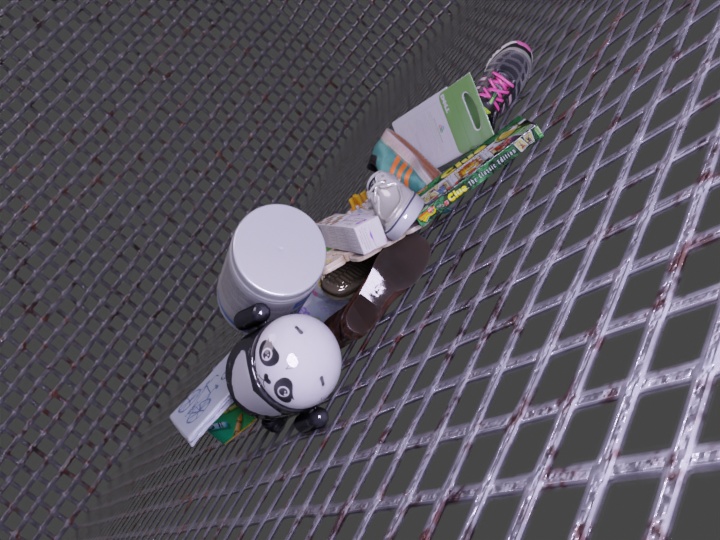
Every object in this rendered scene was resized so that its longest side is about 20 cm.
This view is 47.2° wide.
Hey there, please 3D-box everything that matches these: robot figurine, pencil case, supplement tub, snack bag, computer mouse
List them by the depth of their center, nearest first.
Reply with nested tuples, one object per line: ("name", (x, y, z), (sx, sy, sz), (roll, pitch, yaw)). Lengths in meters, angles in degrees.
("robot figurine", (-0.107, 0.130, 1.086), (0.199, 0.148, 0.127), (-28, 42, 56))
("supplement tub", (-0.129, 0.006, 1.149), (0.133, 0.131, 0.200), (-56, 3, -24))
("snack bag", (-0.207, 0.172, 1.260), (0.200, 0.021, 0.188), (-48, 15, -15))
("computer mouse", (-0.141, 0.208, 1.331), (0.111, 0.044, 0.200), (-57, 12, -19))
("pencil case", (-0.083, 0.058, 1.444), (0.200, 0.090, 0.084), (-44, 17, 43))

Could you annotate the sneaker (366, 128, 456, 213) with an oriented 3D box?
("sneaker", (0.077, -0.137, 1.282), (0.080, 0.071, 0.201), (-54, 45, 18))

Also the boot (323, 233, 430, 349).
("boot", (0.009, 0.043, 1.203), (0.186, 0.064, 0.200), (-46, -1, -23))

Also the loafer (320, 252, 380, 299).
("loafer", (0.000, 0.000, 1.312), (0.199, 0.075, 0.068), (-37, -30, -49))

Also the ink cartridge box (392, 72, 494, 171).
("ink cartridge box", (0.143, -0.226, 1.297), (0.059, 0.106, 0.199), (-19, -3, -37))

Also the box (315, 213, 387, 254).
("box", (-0.017, -0.053, 1.159), (0.038, 0.042, 0.200), (-26, 11, -14))

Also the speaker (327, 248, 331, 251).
("speaker", (-0.034, -0.031, 1.544), (0.089, 0.088, 0.200), (-55, 11, -16))

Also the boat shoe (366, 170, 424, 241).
("boat shoe", (0.037, -0.099, 1.125), (0.071, 0.069, 0.200), (-50, 13, 13))

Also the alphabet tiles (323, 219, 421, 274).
("alphabet tiles", (0.014, -0.046, 1.201), (0.198, 0.015, 0.195), (-30, 10, -16))

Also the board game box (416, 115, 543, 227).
("board game box", (0.153, -0.138, 1.129), (0.199, 0.024, 0.105), (-37, 13, 8))

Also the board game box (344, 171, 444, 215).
("board game box", (0.028, -0.111, 1.412), (0.197, 0.026, 0.200), (-18, 18, 33))

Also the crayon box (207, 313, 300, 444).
("crayon box", (-0.155, 0.168, 1.281), (0.199, 0.058, 0.119), (-40, 16, 24))

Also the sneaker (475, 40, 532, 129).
("sneaker", (0.209, -0.274, 1.329), (0.201, 0.073, 0.088), (-52, 9, 33))
